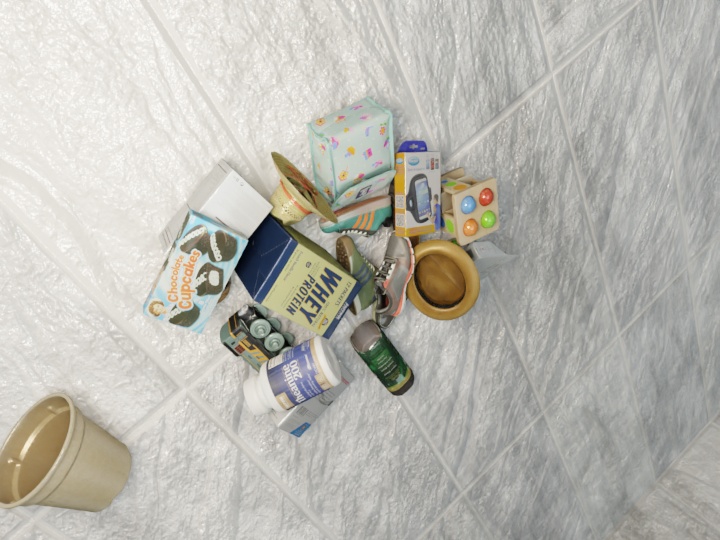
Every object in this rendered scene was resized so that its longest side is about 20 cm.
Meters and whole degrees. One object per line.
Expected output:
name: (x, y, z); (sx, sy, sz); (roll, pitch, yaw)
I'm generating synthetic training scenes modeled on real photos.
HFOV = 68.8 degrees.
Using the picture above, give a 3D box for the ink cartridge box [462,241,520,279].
ink cartridge box: (0.298, -0.019, 1.366); (0.196, 0.059, 0.162); (-10, 159, -45)

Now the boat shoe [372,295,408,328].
boat shoe: (0.089, 0.053, 1.309); (0.070, 0.066, 0.207); (19, 96, -30)

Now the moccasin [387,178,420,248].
moccasin: (0.114, -0.143, 1.247); (0.076, 0.073, 0.208); (-27, 117, -33)

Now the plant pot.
plant pot: (-0.554, 0.371, 1.010); (0.200, 0.200, 0.185); (-44, 135, -6)

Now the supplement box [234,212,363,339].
supplement box: (-0.136, 0.004, 1.081); (0.197, 0.200, 0.136); (32, 95, -36)

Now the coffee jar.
coffee jar: (0.059, 0.227, 1.338); (0.085, 0.104, 0.202); (-39, 122, -4)

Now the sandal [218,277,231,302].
sandal: (-0.298, 0.043, 1.063); (0.054, 0.082, 0.202); (29, 108, -29)

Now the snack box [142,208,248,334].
snack box: (-0.300, 0.006, 0.956); (0.114, 0.037, 0.204); (24, 101, -32)

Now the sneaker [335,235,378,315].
sneaker: (0.000, 0.000, 1.244); (0.088, 0.067, 0.206); (-23, 121, -24)

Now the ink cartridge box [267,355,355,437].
ink cartridge box: (-0.120, 0.279, 1.238); (0.200, 0.084, 0.145); (-44, 152, -8)

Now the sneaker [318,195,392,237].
sneaker: (-0.003, -0.106, 1.182); (0.195, 0.071, 0.083); (-22, 111, -30)

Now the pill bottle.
pill bottle: (-0.146, 0.230, 1.120); (0.195, 0.112, 0.113); (-27, 122, 6)

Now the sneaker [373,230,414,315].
sneaker: (0.070, 0.011, 1.219); (0.080, 0.076, 0.208); (-6, 105, -41)

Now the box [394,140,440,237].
box: (0.129, -0.185, 1.178); (0.116, 0.041, 0.208); (-12, 107, -38)

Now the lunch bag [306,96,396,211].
lunch bag: (-0.014, -0.230, 1.113); (0.167, 0.122, 0.205); (-28, 136, -21)

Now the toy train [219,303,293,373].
toy train: (-0.222, 0.162, 1.173); (0.112, 0.086, 0.201); (-35, 126, 3)

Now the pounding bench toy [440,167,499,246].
pounding bench toy: (0.253, -0.121, 1.282); (0.121, 0.155, 0.206); (-22, 119, -19)

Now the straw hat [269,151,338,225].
straw hat: (-0.136, -0.136, 1.044); (0.085, 0.203, 0.200); (-41, 125, 10)

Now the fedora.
fedora: (0.194, 0.015, 1.261); (0.193, 0.082, 0.208); (5, 111, 13)

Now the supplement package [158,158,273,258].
supplement package: (-0.281, -0.093, 1.015); (0.201, 0.114, 0.109); (-50, 124, 0)
